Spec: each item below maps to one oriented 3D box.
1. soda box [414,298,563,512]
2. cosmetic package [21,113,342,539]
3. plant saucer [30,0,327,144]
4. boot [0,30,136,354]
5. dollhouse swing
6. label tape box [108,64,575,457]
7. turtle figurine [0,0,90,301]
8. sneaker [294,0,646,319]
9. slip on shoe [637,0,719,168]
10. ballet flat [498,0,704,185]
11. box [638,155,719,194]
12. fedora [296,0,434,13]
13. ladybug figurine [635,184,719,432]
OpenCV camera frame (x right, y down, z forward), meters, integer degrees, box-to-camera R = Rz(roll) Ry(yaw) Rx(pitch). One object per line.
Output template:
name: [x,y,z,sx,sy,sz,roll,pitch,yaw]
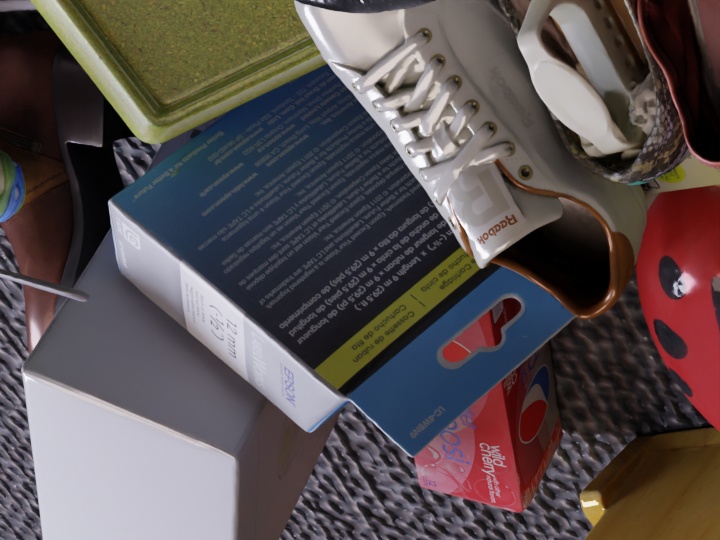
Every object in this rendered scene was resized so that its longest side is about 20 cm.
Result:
soda box: [0.060,0.047,1.128,0.070,0.063,0.200,13,143,22]
cosmetic package: [-0.079,0.051,1.111,0.123,0.200,0.200,22,147,10]
plant saucer: [-0.066,-0.150,0.892,0.199,0.048,0.200,-24,125,19]
boot: [-0.221,-0.045,1.134,0.199,0.068,0.189,10,106,24]
dollhouse swing: [0.218,0.174,1.081,0.200,0.176,0.182,-12,129,44]
label tape box: [0.000,0.000,0.981,0.200,0.143,0.066,40,152,23]
turtle figurine: [-0.236,-0.075,0.990,0.193,0.144,0.200,9,-178,-26]
sneaker: [0.049,-0.058,0.874,0.200,0.085,0.073,40,123,-18]
slip on shoe: [0.132,-0.131,0.797,0.074,0.061,0.201,-3,111,41]
ballet flat: [0.077,-0.121,0.835,0.072,0.072,0.201,-16,109,47]
box: [0.146,-0.078,0.908,0.200,0.050,0.075,-9,132,42]
fedora: [0.022,-0.184,0.775,0.200,0.201,0.092,7,175,29]
ladybug figurine: [0.193,0.023,0.989,0.135,0.072,0.200,3,139,35]
